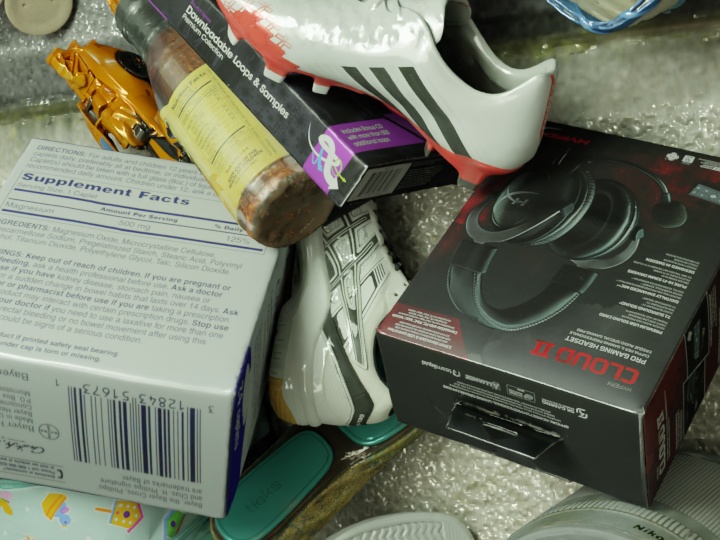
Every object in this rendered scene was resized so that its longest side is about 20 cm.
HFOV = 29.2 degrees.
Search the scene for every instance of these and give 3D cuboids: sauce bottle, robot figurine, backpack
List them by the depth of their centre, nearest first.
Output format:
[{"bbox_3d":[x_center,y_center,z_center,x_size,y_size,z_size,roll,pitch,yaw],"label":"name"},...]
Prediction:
[{"bbox_3d":[-0.087,-0.100,0.836,0.066,0.066,0.201,-54,54,25],"label":"sauce bottle"},{"bbox_3d":[-0.162,0.143,0.908,0.174,0.199,0.156,-3,99,30],"label":"backpack"},{"bbox_3d":[-0.123,-0.105,0.934,0.200,0.058,0.145,48,120,17],"label":"robot figurine"}]

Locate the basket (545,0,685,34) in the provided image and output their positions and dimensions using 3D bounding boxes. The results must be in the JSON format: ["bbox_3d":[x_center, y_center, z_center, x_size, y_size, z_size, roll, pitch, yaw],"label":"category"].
[{"bbox_3d":[0.122,-0.207,0.685,0.139,0.199,0.177,45,115,18],"label":"basket"}]

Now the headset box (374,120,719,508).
[{"bbox_3d":[0.112,0.021,0.724,0.147,0.201,0.078,16,140,29],"label":"headset box"}]

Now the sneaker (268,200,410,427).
[{"bbox_3d":[0.000,0.000,0.859,0.086,0.076,0.203,6,76,5],"label":"sneaker"}]

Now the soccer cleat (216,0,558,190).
[{"bbox_3d":[0.013,-0.123,0.733,0.199,0.069,0.086,33,130,7],"label":"soccer cleat"}]

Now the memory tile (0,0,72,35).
[{"bbox_3d":[-0.277,-0.251,0.944,0.155,0.198,0.017,-66,31,23],"label":"memory tile"}]

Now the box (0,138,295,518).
[{"bbox_3d":[-0.142,0.028,0.826,0.181,0.201,0.106,9,129,4],"label":"box"}]

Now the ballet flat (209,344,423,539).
[{"bbox_3d":[-0.010,0.112,0.877,0.200,0.071,0.071,-42,72,-8],"label":"ballet flat"}]

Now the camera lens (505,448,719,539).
[{"bbox_3d":[0.149,0.190,0.723,0.158,0.199,0.163,5,99,31],"label":"camera lens"}]

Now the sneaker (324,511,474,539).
[{"bbox_3d":[-0.023,0.207,0.909,0.198,0.118,0.075,-24,91,-4],"label":"sneaker"}]

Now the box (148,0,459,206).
[{"bbox_3d":[-0.030,-0.124,0.824,0.200,0.142,0.036,46,119,18],"label":"box"}]
